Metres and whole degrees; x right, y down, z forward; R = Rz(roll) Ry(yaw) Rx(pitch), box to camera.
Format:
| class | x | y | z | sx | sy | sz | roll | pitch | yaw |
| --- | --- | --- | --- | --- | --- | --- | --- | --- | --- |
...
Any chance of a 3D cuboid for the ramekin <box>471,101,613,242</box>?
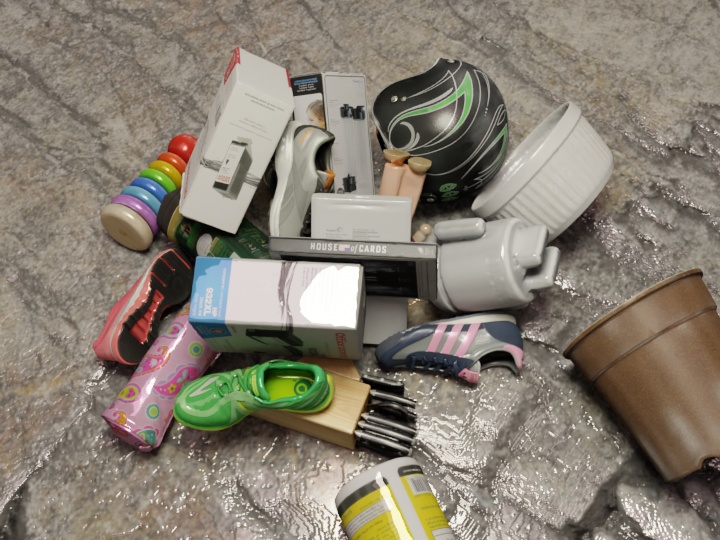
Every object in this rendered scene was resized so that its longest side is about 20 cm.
| class | x | y | z | sx | sy | sz | roll | pitch | yaw |
| --- | --- | --- | --- | --- | --- | --- | --- | --- | --- |
| ramekin | 0.258 | -0.124 | 1.170 | 0.105 | 0.200 | 0.201 | 42 | 67 | -4 |

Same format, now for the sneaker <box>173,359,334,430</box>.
| class | x | y | z | sx | sy | sz | roll | pitch | yaw |
| --- | --- | --- | --- | --- | --- | --- | --- | --- | --- |
| sneaker | -0.131 | 0.141 | 1.019 | 0.197 | 0.084 | 0.075 | -10 | 61 | -1 |

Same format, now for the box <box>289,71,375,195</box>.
| class | x | y | z | sx | sy | sz | roll | pitch | yaw |
| --- | --- | --- | --- | --- | --- | --- | --- | --- | --- |
| box | -0.037 | -0.177 | 1.196 | 0.060 | 0.203 | 0.116 | 1 | 11 | 32 |

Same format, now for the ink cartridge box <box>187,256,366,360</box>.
| class | x | y | z | sx | sy | sz | roll | pitch | yaw |
| --- | --- | --- | --- | --- | --- | --- | --- | --- | --- |
| ink cartridge box | -0.095 | 0.049 | 1.029 | 0.197 | 0.145 | 0.085 | 3 | 70 | 3 |

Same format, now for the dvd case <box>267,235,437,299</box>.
| class | x | y | z | sx | sy | sz | roll | pitch | yaw |
| --- | --- | --- | --- | --- | --- | --- | --- | --- | --- |
| dvd case | -0.004 | -0.002 | 1.034 | 0.197 | 0.151 | 0.025 | 2 | 71 | 6 |

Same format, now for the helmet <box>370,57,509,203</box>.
| class | x | y | z | sx | sy | sz | roll | pitch | yaw |
| --- | --- | --- | --- | --- | --- | --- | --- | --- | --- |
| helmet | 0.124 | -0.204 | 1.226 | 0.189 | 0.200 | 0.201 | -25 | 61 | 1 |

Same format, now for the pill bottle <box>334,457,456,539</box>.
| class | x | y | z | sx | sy | sz | roll | pitch | yaw |
| --- | --- | --- | --- | --- | --- | --- | --- | --- | --- |
| pill bottle | 0.057 | 0.328 | 0.957 | 0.113 | 0.115 | 0.201 | -22 | 61 | -10 |

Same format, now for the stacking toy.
| class | x | y | z | sx | sy | sz | roll | pitch | yaw |
| --- | --- | --- | --- | --- | --- | --- | --- | --- | --- |
| stacking toy | -0.300 | -0.128 | 1.267 | 0.085 | 0.086 | 0.201 | 21 | 57 | 14 |

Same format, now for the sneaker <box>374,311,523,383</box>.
| class | x | y | z | sx | sy | sz | roll | pitch | yaw |
| --- | --- | --- | --- | --- | --- | --- | --- | --- | --- |
| sneaker | 0.120 | 0.111 | 1.107 | 0.197 | 0.070 | 0.083 | -12 | 59 | -2 |

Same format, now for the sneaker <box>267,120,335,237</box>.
| class | x | y | z | sx | sy | sz | roll | pitch | yaw |
| --- | --- | --- | --- | --- | --- | --- | --- | --- | --- |
| sneaker | -0.074 | -0.096 | 1.124 | 0.078 | 0.074 | 0.203 | 9 | 103 | 23 |

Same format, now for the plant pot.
| class | x | y | z | sx | sy | sz | roll | pitch | yaw |
| --- | --- | --- | --- | --- | --- | --- | --- | --- | --- |
| plant pot | 0.384 | 0.135 | 1.021 | 0.199 | 0.201 | 0.200 | -25 | 68 | -12 |

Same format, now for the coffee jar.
| class | x | y | z | sx | sy | sz | roll | pitch | yaw |
| --- | --- | --- | --- | --- | --- | --- | --- | --- | --- |
| coffee jar | -0.194 | -0.040 | 1.190 | 0.200 | 0.086 | 0.104 | 41 | 29 | 23 |

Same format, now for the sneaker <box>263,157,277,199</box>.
| class | x | y | z | sx | sy | sz | roll | pitch | yaw |
| --- | --- | --- | --- | --- | --- | --- | --- | --- | --- |
| sneaker | -0.108 | -0.137 | 1.256 | 0.073 | 0.081 | 0.202 | -16 | 60 | -8 |

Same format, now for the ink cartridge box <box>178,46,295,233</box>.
| class | x | y | z | sx | sy | sz | roll | pitch | yaw |
| --- | --- | --- | --- | --- | --- | --- | --- | --- | --- |
| ink cartridge box | -0.168 | -0.174 | 1.131 | 0.082 | 0.201 | 0.147 | 20 | 27 | -20 |

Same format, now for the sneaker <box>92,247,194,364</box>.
| class | x | y | z | sx | sy | sz | roll | pitch | yaw |
| --- | --- | --- | --- | --- | --- | --- | --- | --- | --- |
| sneaker | -0.306 | 0.043 | 1.166 | 0.086 | 0.074 | 0.201 | -7 | 41 | 34 |

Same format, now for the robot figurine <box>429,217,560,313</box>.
| class | x | y | z | sx | sy | sz | roll | pitch | yaw |
| --- | --- | --- | --- | --- | --- | --- | --- | --- | --- |
| robot figurine | 0.161 | -0.005 | 1.116 | 0.198 | 0.170 | 0.113 | -11 | 36 | 36 |

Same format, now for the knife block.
| class | x | y | z | sx | sy | sz | roll | pitch | yaw |
| --- | --- | --- | --- | --- | --- | --- | --- | --- | --- |
| knife block | -0.030 | 0.190 | 1.070 | 0.198 | 0.064 | 0.177 | -23 | 61 | -11 |

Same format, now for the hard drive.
| class | x | y | z | sx | sy | sz | roll | pitch | yaw |
| --- | --- | --- | --- | --- | --- | --- | --- | --- | --- |
| hard drive | 0.000 | 0.000 | 1.118 | 0.130 | 0.202 | 0.026 | 3 | 21 | 4 |

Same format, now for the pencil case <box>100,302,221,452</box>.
| class | x | y | z | sx | sy | sz | roll | pitch | yaw |
| --- | --- | --- | --- | --- | --- | --- | --- | --- | --- |
| pencil case | -0.249 | 0.136 | 1.100 | 0.087 | 0.088 | 0.201 | 25 | 62 | 16 |

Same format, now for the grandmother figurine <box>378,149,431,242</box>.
| class | x | y | z | sx | sy | sz | roll | pitch | yaw |
| --- | --- | --- | --- | --- | --- | --- | --- | --- | --- |
| grandmother figurine | 0.037 | -0.062 | 1.158 | 0.121 | 0.202 | 0.060 | 27 | 25 | 34 |
